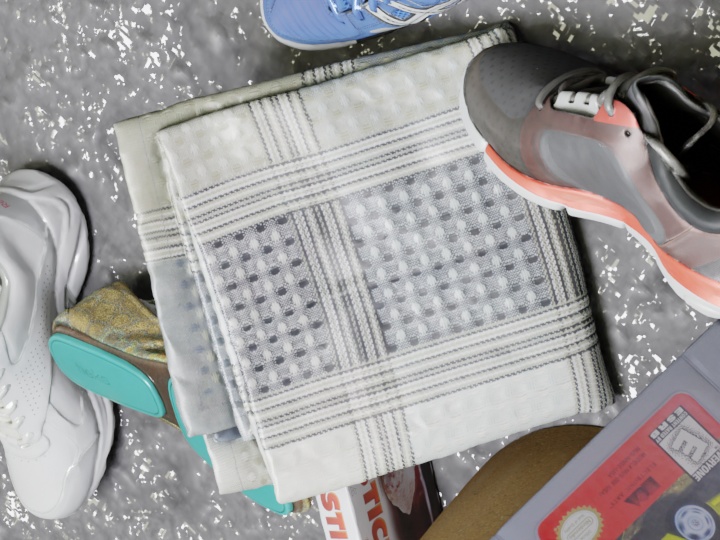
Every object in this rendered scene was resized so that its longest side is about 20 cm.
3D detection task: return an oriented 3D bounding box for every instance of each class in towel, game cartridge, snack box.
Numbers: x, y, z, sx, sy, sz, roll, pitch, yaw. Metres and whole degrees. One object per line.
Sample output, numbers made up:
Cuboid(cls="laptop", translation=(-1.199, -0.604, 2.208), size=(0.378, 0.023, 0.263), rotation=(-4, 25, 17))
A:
Cuboid(cls="towel", translation=(0.000, 0.000, 1.050), size=(0.200, 0.035, 0.193), rotation=(-15, 101, 4))
Cuboid(cls="game cartridge", translation=(0.141, 0.123, 0.963), size=(0.133, 0.200, 0.041), rotation=(44, 161, 10))
Cuboid(cls="snack box", translation=(-0.003, 0.066, 1.120), size=(0.024, 0.072, 0.200), rotation=(-3, 106, 37))

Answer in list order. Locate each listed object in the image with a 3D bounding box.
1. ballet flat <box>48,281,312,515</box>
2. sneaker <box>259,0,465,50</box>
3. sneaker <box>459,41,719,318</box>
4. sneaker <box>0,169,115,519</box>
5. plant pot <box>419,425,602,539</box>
Cuboid(cls="ballet flat", translation=(-0.080, 0.057, 1.168), size=(0.200, 0.071, 0.071), rotation=(27, 124, 40))
Cuboid(cls="sneaker", translation=(0.020, -0.148, 1.012), size=(0.200, 0.077, 0.076), rotation=(-23, 95, 42))
Cuboid(cls="sneaker", translation=(0.116, -0.061, 0.948), size=(0.200, 0.077, 0.082), rotation=(36, 151, 38))
Cuboid(cls="sneaker", translation=(-0.197, 0.051, 1.243), size=(0.078, 0.099, 0.200), rotation=(5, 112, 35))
Cuboid(cls="plant pot", translation=(0.069, 0.192, 1.037), size=(0.186, 0.200, 0.187), rotation=(14, 115, 32))
